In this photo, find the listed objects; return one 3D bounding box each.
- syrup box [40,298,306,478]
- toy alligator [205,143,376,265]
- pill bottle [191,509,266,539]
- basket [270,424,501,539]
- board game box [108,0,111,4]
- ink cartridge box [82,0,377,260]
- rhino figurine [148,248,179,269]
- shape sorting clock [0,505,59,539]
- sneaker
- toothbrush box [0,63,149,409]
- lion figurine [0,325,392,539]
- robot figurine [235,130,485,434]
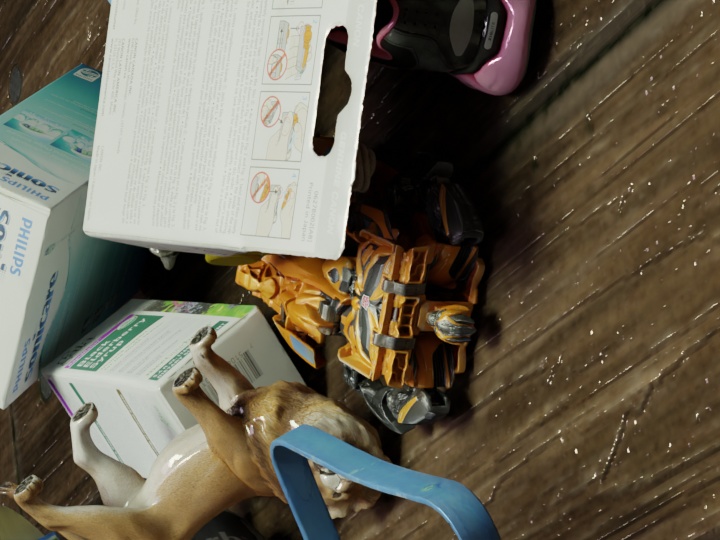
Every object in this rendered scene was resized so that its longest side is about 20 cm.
[{"bbox_3d":[-0.111,0.072,1.343,0.082,0.079,0.200,59,157,-16],"label":"syrup box"},{"bbox_3d":[-0.060,-0.041,1.182,0.200,0.054,0.060,-18,72,62],"label":"toy alligator"},{"bbox_3d":[-0.087,0.201,1.276,0.200,0.115,0.116,35,119,59],"label":"pill bottle"},{"bbox_3d":[0.032,0.171,1.000,0.176,0.139,0.201,18,134,62],"label":"basket"},{"bbox_3d":[-0.099,-0.233,1.342,0.196,0.056,0.200,53,137,30],"label":"board game box"},{"bbox_3d":[-0.054,-0.087,1.116,0.200,0.050,0.162,6,88,44],"label":"ink cartridge box"},{"bbox_3d":[-0.098,-0.088,1.281,0.088,0.060,0.201,-71,-10,-61],"label":"rhino figurine"},{"bbox_3d":[-0.170,0.226,1.323,0.200,0.039,0.200,58,180,1],"label":"shape sorting clock"},{"bbox_3d":[0.007,-0.137,1.144,0.200,0.095,0.079,-158,71,-63],"label":"sneaker"},{"bbox_3d":[-0.201,-0.026,1.431,0.200,0.085,0.147,-50,-20,-60],"label":"toothbrush box"},{"bbox_3d":[-0.089,0.112,1.218,0.200,0.123,0.073,-29,25,22],"label":"lion figurine"},{"bbox_3d":[0.000,0.000,1.184,0.200,0.058,0.146,35,119,59],"label":"robot figurine"}]
